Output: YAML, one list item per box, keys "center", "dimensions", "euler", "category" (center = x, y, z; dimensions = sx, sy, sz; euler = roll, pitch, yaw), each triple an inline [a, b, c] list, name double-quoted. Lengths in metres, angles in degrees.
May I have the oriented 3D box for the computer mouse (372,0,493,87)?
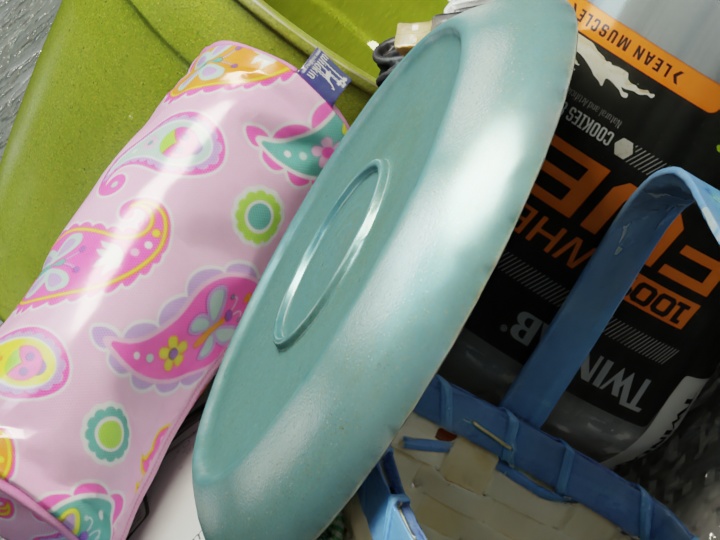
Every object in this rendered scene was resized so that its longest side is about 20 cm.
- center: [0.071, -0.093, 1.090]
  dimensions: [0.109, 0.044, 0.200]
  euler: [-12, 8, 11]
  category: "computer mouse"

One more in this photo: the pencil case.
- center: [-0.074, 0.010, 0.984]
  dimensions: [0.200, 0.087, 0.087]
  euler: [-54, 24, -20]
  category: "pencil case"

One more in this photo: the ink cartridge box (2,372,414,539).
- center: [-0.052, 0.101, 1.012]
  dimensions: [0.146, 0.086, 0.200]
  euler: [-45, 26, 8]
  category: "ink cartridge box"

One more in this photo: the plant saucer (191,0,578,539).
- center: [0.000, 0.000, 0.818]
  dimensions: [0.200, 0.027, 0.200]
  euler: [-57, 12, 20]
  category: "plant saucer"

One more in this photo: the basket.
- center: [0.063, 0.083, 0.776]
  dimensions: [0.200, 0.139, 0.176]
  euler: [-53, 22, 13]
  category: "basket"

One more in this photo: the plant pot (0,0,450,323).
- center: [-0.063, -0.048, 1.153]
  dimensions: [0.193, 0.200, 0.200]
  euler: [-53, 22, 19]
  category: "plant pot"

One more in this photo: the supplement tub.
- center: [0.081, -0.024, 0.902]
  dimensions: [0.200, 0.122, 0.123]
  euler: [-59, 23, 10]
  category: "supplement tub"
